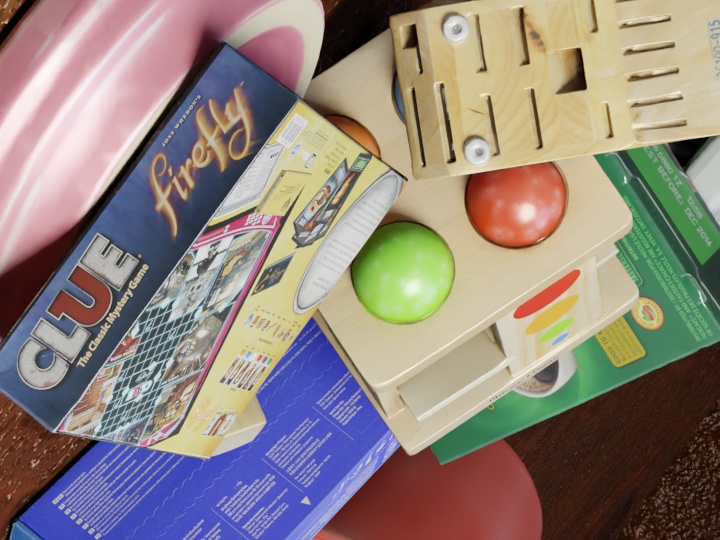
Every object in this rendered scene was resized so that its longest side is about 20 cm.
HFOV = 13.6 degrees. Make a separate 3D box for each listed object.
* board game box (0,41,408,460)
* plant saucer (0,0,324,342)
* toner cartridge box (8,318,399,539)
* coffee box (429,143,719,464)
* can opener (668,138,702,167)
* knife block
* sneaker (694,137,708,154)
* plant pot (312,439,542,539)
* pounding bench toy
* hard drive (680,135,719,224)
[{"bbox_3d":[-0.052,0.000,1.061,0.136,0.035,0.200,-54,167,1],"label":"board game box"},{"bbox_3d":[-0.077,-0.046,1.043,0.201,0.051,0.201,-49,166,-16],"label":"plant saucer"},{"bbox_3d":[-0.060,0.089,1.359,0.200,0.095,0.043,-44,164,-34],"label":"toner cartridge box"},{"bbox_3d":[0.080,0.005,1.405,0.200,0.123,0.044,-30,-175,45],"label":"coffee box"},{"bbox_3d":[0.134,-0.141,1.423,0.063,0.078,0.201,-35,-141,59],"label":"can opener"},{"bbox_3d":[0.108,-0.080,1.185,0.199,0.064,0.176,-9,-178,-4],"label":"knife block"},{"bbox_3d":[0.154,-0.122,1.567,0.085,0.074,0.200,93,6,-46],"label":"sneaker"},{"bbox_3d":[0.003,0.170,1.629,0.177,0.200,0.201,-53,172,-51],"label":"plant pot"},{"bbox_3d":[0.000,0.000,1.255,0.200,0.124,0.156,-34,165,-2],"label":"pounding bench toy"},{"bbox_3d":[0.183,-0.055,1.423,0.132,0.027,0.200,-39,173,-29],"label":"hard drive"}]
